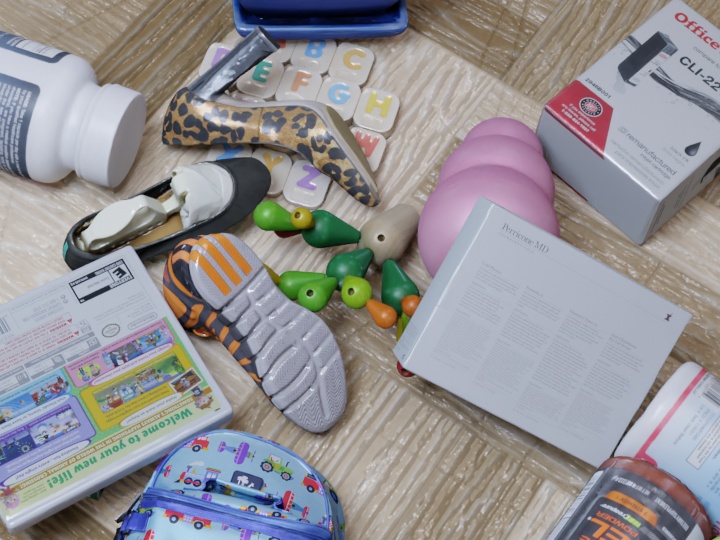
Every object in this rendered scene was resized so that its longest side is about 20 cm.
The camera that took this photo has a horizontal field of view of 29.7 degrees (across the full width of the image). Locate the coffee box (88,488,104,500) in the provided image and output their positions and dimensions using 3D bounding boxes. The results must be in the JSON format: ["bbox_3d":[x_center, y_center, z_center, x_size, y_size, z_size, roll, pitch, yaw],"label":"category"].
[{"bbox_3d":[-0.289,0.103,1.137,0.199,0.044,0.123,18,62,5],"label":"coffee box"}]

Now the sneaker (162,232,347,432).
[{"bbox_3d":[-0.093,0.052,1.165,0.078,0.112,0.200,-40,105,-26],"label":"sneaker"}]

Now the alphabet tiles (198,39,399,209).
[{"bbox_3d":[-0.067,-0.155,1.313,0.199,0.015,0.196,17,61,5],"label":"alphabet tiles"}]

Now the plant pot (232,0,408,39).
[{"bbox_3d":[-0.042,-0.336,1.314,0.199,0.180,0.201,-3,56,-6],"label":"plant pot"}]

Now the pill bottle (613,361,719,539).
[{"bbox_3d":[0.316,0.175,1.111,0.200,0.109,0.109,38,65,15],"label":"pill bottle"}]

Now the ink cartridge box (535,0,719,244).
[{"bbox_3d":[0.285,-0.146,1.297,0.200,0.084,0.144,-39,70,-23],"label":"ink cartridge box"}]

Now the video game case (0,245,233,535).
[{"bbox_3d":[-0.234,0.092,1.110,0.199,0.022,0.182,-26,66,-20],"label":"video game case"}]

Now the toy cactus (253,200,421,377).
[{"bbox_3d":[0.000,0.000,1.204,0.200,0.102,0.165,33,45,16],"label":"toy cactus"}]

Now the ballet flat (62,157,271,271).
[{"bbox_3d":[-0.170,-0.051,1.201,0.199,0.068,0.068,-28,72,-9],"label":"ballet flat"}]

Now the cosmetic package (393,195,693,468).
[{"bbox_3d":[0.150,0.052,1.120,0.199,0.052,0.151,28,98,-14],"label":"cosmetic package"}]

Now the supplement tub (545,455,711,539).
[{"bbox_3d":[0.182,0.249,1.060,0.107,0.107,0.200,35,64,14],"label":"supplement tub"}]

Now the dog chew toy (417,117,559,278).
[{"bbox_3d":[0.120,-0.063,1.221,0.124,0.125,0.200,12,43,2],"label":"dog chew toy"}]

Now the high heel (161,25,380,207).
[{"bbox_3d":[-0.085,-0.107,1.265,0.142,0.071,0.200,-39,91,13],"label":"high heel"}]

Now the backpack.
[{"bbox_3d":[-0.098,0.211,1.044,0.182,0.135,0.201,19,59,5],"label":"backpack"}]

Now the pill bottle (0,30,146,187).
[{"bbox_3d":[-0.303,-0.146,1.230,0.199,0.120,0.120,19,61,6],"label":"pill bottle"}]

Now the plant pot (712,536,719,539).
[{"bbox_3d":[0.285,0.320,0.984,0.181,0.200,0.199,33,64,19],"label":"plant pot"}]
